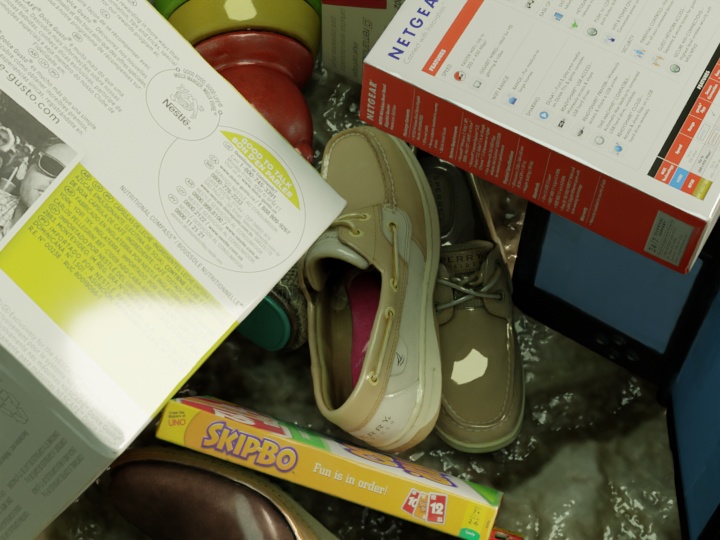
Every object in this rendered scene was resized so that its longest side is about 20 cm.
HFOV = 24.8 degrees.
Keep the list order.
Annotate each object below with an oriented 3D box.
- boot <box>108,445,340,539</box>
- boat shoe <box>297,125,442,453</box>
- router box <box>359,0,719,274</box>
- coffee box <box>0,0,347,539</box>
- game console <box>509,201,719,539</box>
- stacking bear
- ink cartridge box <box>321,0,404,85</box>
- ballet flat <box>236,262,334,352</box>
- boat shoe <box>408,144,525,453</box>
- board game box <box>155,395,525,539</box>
[{"bbox_3d":[-0.073,0.194,0.840,0.200,0.072,0.167,29,52,4],"label":"boot"},{"bbox_3d":[0.000,0.000,0.921,0.074,0.069,0.201,-28,57,35],"label":"boat shoe"},{"bbox_3d":[0.124,-0.121,0.811,0.179,0.049,0.200,27,62,13],"label":"router box"},{"bbox_3d":[-0.166,-0.007,0.828,0.200,0.200,0.198,44,52,-4],"label":"coffee box"},{"bbox_3d":[0.142,0.044,0.862,0.176,0.200,0.117,29,65,13],"label":"game console"},{"bbox_3d":[-0.072,-0.144,1.012,0.121,0.114,0.201,-5,67,-4],"label":"stacking bear"},{"bbox_3d":[0.096,-0.167,0.950,0.200,0.145,0.145,25,65,12],"label":"ink cartridge box"},{"bbox_3d":[-0.101,-0.026,0.978,0.200,0.068,0.075,32,44,8],"label":"ballet flat"},{"bbox_3d":[0.054,0.007,0.956,0.072,0.065,0.201,-6,63,-4],"label":"boat shoe"},{"bbox_3d":[-0.005,0.109,0.886,0.199,0.096,0.030,20,90,8],"label":"board game box"}]
